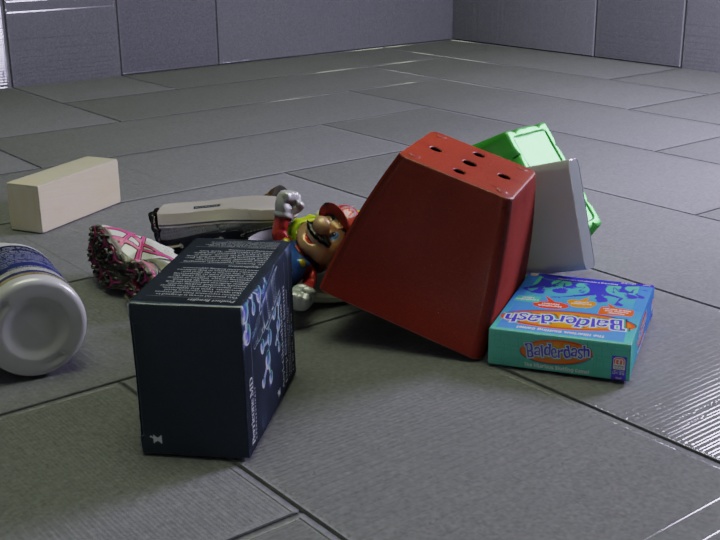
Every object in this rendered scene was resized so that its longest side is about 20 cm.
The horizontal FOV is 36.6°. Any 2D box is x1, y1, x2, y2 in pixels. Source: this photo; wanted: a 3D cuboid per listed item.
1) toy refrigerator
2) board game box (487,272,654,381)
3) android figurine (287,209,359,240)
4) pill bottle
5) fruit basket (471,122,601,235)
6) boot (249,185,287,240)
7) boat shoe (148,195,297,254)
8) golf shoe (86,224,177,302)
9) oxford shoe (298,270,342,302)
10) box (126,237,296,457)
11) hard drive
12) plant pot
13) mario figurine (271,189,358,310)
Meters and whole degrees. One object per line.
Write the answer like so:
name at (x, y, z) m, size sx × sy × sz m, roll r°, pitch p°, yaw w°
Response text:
toy refrigerator at (-0.475, -0.125, 1.747) m, size 0.070 × 0.076 × 0.200 m, roll 7°, pitch 21°, yaw 23°
board game box at (0.241, 0.058, 1.225) m, size 0.152 × 0.045 × 0.200 m, roll 6°, pitch 20°, yaw 19°
android figurine at (-0.017, -0.062, 1.502) m, size 0.182 × 0.041 × 0.200 m, roll -9°, pitch 11°, yaw -19°
pill bottle at (-0.383, 0.033, 1.216) m, size 0.111 × 0.111 × 0.200 m, roll -10°, pitch 21°, yaw -26°
fruit basket at (0.189, -0.075, 1.470) m, size 0.215 × 0.216 × 0.155 m, roll 16°, pitch 25°, yaw 41°
boot at (-0.157, -0.058, 1.589) m, size 0.075 × 0.074 × 0.200 m, roll -26°, pitch 14°, yaw 23°
boat shoe at (-0.179, -0.045, 1.466) m, size 0.200 × 0.093 × 0.075 m, roll -3°, pitch 19°, yaw 3°
golf shoe at (-0.282, -0.006, 1.403) m, size 0.092 × 0.073 × 0.200 m, roll -9°, pitch 29°, yaw -40°
oxford shoe at (0.000, 0.000, 1.390) m, size 0.200 × 0.058 × 0.075 m, roll -12°, pitch 24°, yaw -26°
box at (-0.135, 0.067, 1.049) m, size 0.107 × 0.149 × 0.200 m, roll 2°, pitch 19°, yaw 9°
hard drive at (0.191, -0.059, 1.356) m, size 0.200 × 0.132 × 0.027 m, roll -7°, pitch 5°, yaw 45°
plant pot at (0.099, -0.045, 1.251) m, size 0.200 × 0.176 × 0.200 m, roll 24°, pitch 25°, yaw 12°
mario figurine at (-0.083, -0.025, 1.301) m, size 0.200 × 0.124 × 0.106 m, roll -33°, pitch 16°, yaw -21°
